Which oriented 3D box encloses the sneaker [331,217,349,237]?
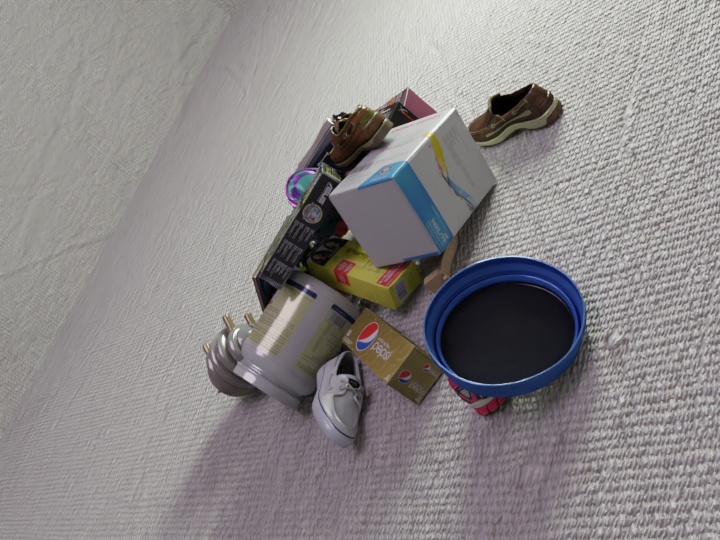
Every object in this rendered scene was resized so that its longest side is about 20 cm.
[{"bbox_3d":[0.001,-0.082,1.760,0.071,0.098,0.201,17,96,49],"label":"sneaker"}]

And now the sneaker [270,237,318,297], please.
[{"bbox_3d":[-0.117,0.037,1.708,0.072,0.082,0.201,-131,48,-67],"label":"sneaker"}]

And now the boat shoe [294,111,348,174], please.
[{"bbox_3d":[-0.056,-0.189,1.792,0.093,0.075,0.200,49,130,26],"label":"boat shoe"}]

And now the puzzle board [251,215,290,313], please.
[{"bbox_3d":[-0.144,0.017,1.777,0.017,0.200,0.151,16,56,18],"label":"puzzle board"}]

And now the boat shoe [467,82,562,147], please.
[{"bbox_3d":[0.236,-0.263,1.571,0.202,0.075,0.075,-15,44,54],"label":"boat shoe"}]

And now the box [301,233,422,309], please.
[{"bbox_3d":[0.000,0.000,1.573,0.200,0.050,0.075,20,54,41],"label":"box"}]

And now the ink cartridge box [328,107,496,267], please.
[{"bbox_3d":[0.085,-0.130,1.506,0.146,0.146,0.200,-11,30,47],"label":"ink cartridge box"}]

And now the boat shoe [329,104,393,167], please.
[{"bbox_3d":[-0.013,-0.230,1.593,0.072,0.068,0.200,-57,14,-22],"label":"boat shoe"}]

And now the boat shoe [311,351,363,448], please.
[{"bbox_3d":[-0.030,0.185,1.460,0.067,0.073,0.200,-49,24,16],"label":"boat shoe"}]

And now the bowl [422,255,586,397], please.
[{"bbox_3d":[0.178,0.070,1.182,0.200,0.039,0.201,-11,46,12],"label":"bowl"}]

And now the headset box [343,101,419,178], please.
[{"bbox_3d":[0.060,-0.165,1.666,0.077,0.149,0.200,-15,44,55],"label":"headset box"}]

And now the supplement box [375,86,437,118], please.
[{"bbox_3d":[0.055,-0.242,1.820,0.200,0.110,0.086,-29,34,42],"label":"supplement box"}]

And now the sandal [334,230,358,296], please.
[{"bbox_3d":[0.012,-0.050,1.686,0.207,0.079,0.059,-58,22,-13],"label":"sandal"}]

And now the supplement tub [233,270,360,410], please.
[{"bbox_3d":[-0.108,0.117,1.602,0.200,0.145,0.145,-57,25,-8],"label":"supplement tub"}]

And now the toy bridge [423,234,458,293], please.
[{"bbox_3d":[0.125,-0.041,1.536,0.067,0.027,0.200,-42,26,21],"label":"toy bridge"}]

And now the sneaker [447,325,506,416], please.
[{"bbox_3d":[0.159,0.089,1.254,0.081,0.075,0.200,-35,30,34],"label":"sneaker"}]

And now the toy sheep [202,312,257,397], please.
[{"bbox_3d":[-0.218,0.156,1.761,0.200,0.138,0.138,-54,19,41],"label":"toy sheep"}]

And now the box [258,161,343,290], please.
[{"bbox_3d":[-0.096,-0.078,1.593,0.200,0.044,0.160,-58,9,9],"label":"box"}]

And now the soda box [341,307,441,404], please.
[{"bbox_3d":[0.045,0.123,1.423,0.068,0.064,0.200,-53,25,-1],"label":"soda box"}]

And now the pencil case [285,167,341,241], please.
[{"bbox_3d":[-0.082,-0.111,1.787,0.092,0.085,0.200,-49,-22,-14],"label":"pencil case"}]
